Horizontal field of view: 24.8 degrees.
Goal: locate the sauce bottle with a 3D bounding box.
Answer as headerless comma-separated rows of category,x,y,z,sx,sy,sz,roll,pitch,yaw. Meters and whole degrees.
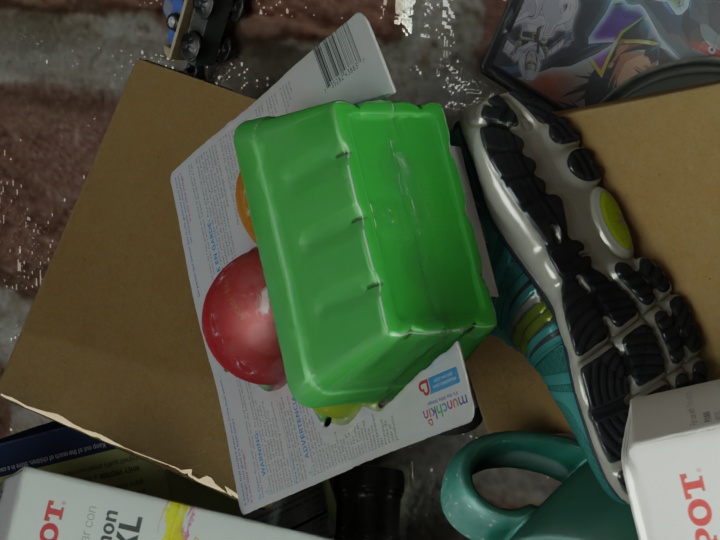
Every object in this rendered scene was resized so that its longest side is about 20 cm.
sauce bottle,0.002,0.211,0.921,0.065,0.065,0.200,-8,73,37

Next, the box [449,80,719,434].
box,0.118,0.000,0.783,0.200,0.021,0.164,-7,105,46

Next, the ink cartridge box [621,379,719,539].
ink cartridge box,0.214,0.103,0.635,0.200,0.083,0.147,-13,98,12

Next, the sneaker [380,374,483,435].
sneaker,-0.001,0.000,0.897,0.201,0.067,0.108,36,119,38

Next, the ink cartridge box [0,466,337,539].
ink cartridge box,-0.098,0.193,0.827,0.083,0.200,0.146,149,135,-69

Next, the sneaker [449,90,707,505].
sneaker,0.093,0.015,0.753,0.080,0.077,0.200,-40,70,52

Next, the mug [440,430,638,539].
mug,0.144,0.144,0.786,0.152,0.114,0.185,-16,107,48

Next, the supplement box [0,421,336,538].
supplement box,-0.124,0.179,0.993,0.200,0.134,0.200,-17,90,37

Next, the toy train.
toy train,-0.116,-0.099,0.994,0.046,0.034,0.200,42,122,36

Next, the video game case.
video game case,0.171,-0.128,0.784,0.200,0.025,0.181,36,119,25

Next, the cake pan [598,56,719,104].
cake pan,0.169,0.000,0.779,0.200,0.037,0.201,21,124,35

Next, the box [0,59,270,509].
box,-0.085,0.003,0.871,0.163,0.021,0.200,21,85,17

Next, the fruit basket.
fruit basket,-0.022,0.005,0.766,0.200,0.094,0.186,-36,64,57
